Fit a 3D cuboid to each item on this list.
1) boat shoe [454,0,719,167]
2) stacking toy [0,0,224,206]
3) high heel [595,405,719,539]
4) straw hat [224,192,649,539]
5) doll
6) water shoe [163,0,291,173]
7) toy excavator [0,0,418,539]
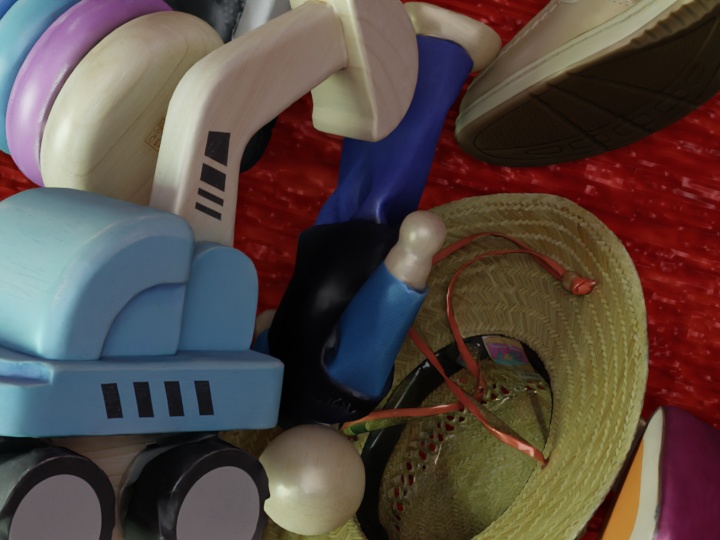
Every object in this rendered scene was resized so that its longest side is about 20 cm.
[{"bbox_3d":[0.115,-0.107,0.876,0.200,0.072,0.065,-34,56,30],"label":"boat shoe"},{"bbox_3d":[-0.142,-0.101,0.864,0.200,0.085,0.085,37,87,27],"label":"stacking toy"},{"bbox_3d":[0.135,0.095,0.824,0.096,0.200,0.068,24,91,6],"label":"high heel"},{"bbox_3d":[0.045,0.076,0.873,0.201,0.201,0.085,-45,130,-3],"label":"straw hat"},{"bbox_3d":[0.000,0.000,0.852,0.048,0.136,0.201,24,68,-20],"label":"doll"},{"bbox_3d":[-0.054,-0.139,0.893,0.079,0.072,0.201,14,87,1],"label":"water shoe"},{"bbox_3d":[-0.067,-0.004,0.778,0.194,0.100,0.201,0,101,-43],"label":"toy excavator"}]
